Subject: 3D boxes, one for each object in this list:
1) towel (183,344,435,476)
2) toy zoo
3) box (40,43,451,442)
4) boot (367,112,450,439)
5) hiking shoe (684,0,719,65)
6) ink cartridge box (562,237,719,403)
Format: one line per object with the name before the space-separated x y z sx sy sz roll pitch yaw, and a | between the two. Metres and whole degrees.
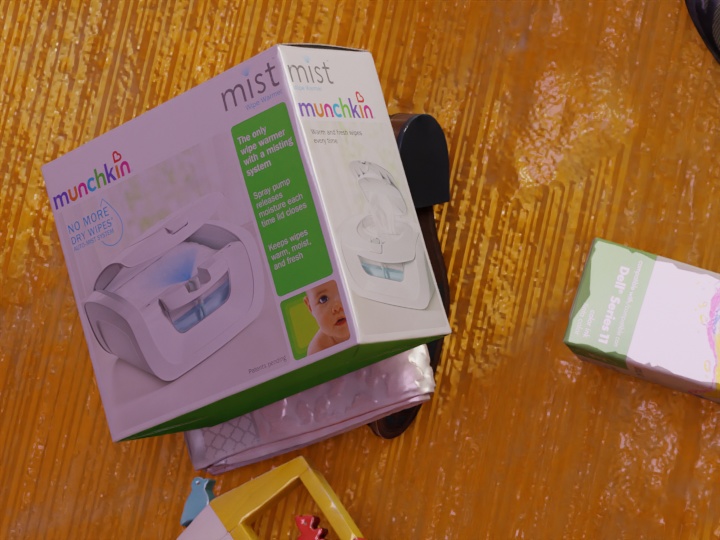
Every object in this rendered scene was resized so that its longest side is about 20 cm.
towel | -0.054 0.009 1.302 0.190 0.032 0.202 -23 77 33
toy zoo | -0.046 0.205 1.268 0.131 0.020 0.201 -37 72 7
box | -0.069 -0.014 1.235 0.199 0.096 0.178 -22 80 35
boot | 0.000 0.000 1.326 0.096 0.074 0.202 8 95 38
hiking shoe | 0.273 -0.127 1.261 0.200 0.101 0.076 44 91 13
ink cartridge box | 0.226 0.047 1.236 0.198 0.117 0.068 17 86 13
